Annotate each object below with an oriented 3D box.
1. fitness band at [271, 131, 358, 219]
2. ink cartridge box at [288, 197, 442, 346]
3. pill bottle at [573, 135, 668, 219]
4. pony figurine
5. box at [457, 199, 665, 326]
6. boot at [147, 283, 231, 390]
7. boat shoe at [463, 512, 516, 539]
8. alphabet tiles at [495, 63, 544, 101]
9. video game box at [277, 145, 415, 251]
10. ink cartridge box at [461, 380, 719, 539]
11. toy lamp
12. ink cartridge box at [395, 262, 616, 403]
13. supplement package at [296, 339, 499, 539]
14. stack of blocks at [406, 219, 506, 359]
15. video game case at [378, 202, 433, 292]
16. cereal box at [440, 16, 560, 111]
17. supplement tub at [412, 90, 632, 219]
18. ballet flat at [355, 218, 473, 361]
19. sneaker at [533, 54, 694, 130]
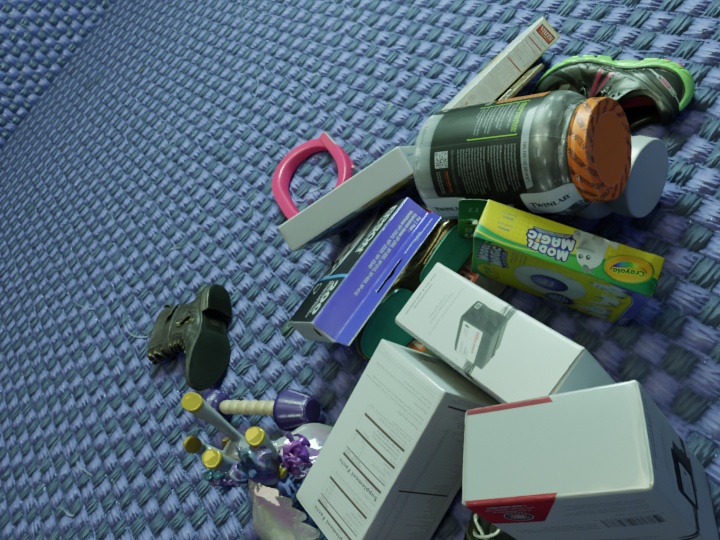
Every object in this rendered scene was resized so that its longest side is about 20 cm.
[{"bbox_3d":[-0.080,-0.151,1.139,0.144,0.037,0.200,-45,42,11],"label":"fitness band"},{"bbox_3d":[0.000,0.000,0.845,0.198,0.043,0.200,-54,13,-14],"label":"ink cartridge box"},{"bbox_3d":[0.241,-0.123,0.787,0.200,0.112,0.113,22,78,46],"label":"pill bottle"},{"bbox_3d":[-0.114,0.235,0.823,0.192,0.200,0.167,19,68,29],"label":"pony figurine"},{"bbox_3d":[0.189,-0.010,0.692,0.199,0.117,0.049,22,76,15],"label":"box"},{"bbox_3d":[-0.293,0.124,1.125,0.174,0.069,0.201,-25,45,33],"label":"boot"},{"bbox_3d":[0.130,0.250,0.669,0.072,0.068,0.201,11,72,42],"label":"boat shoe"},{"bbox_3d":[0.158,-0.200,0.898,0.167,0.008,0.200,-44,5,9],"label":"alphabet tiles"},{"bbox_3d":[0.004,-0.104,0.945,0.200,0.047,0.182,-31,2,21],"label":"video game box"},{"bbox_3d":[0.195,0.180,0.564,0.145,0.200,0.084,-18,48,31],"label":"ink cartridge box"},{"bbox_3d":[-0.138,0.193,0.945,0.199,0.058,0.058,-8,58,40],"label":"toy lamp"},{"bbox_3d":[0.154,0.092,0.695,0.084,0.145,0.200,-53,43,-2],"label":"ink cartridge box"},{"bbox_3d":[0.040,0.195,0.724,0.109,0.114,0.201,35,99,47],"label":"supplement package"},{"bbox_3d":[0.097,0.030,0.847,0.200,0.059,0.115,-53,42,-1],"label":"stack of blocks"},{"bbox_3d":[0.025,-0.007,0.917,0.200,0.017,0.143,-51,14,1],"label":"video game case"},{"bbox_3d":[0.172,-0.253,0.933,0.200,0.040,0.144,-44,7,9],"label":"cereal box"},{"bbox_3d":[0.163,-0.115,0.698,0.199,0.122,0.123,4,65,46],"label":"supplement tub"},{"bbox_3d":[0.065,0.021,0.803,0.200,0.070,0.065,-48,15,0],"label":"ballet flat"},{"bbox_3d":[0.294,-0.210,0.827,0.199,0.077,0.084,11,66,45],"label":"sneaker"}]
